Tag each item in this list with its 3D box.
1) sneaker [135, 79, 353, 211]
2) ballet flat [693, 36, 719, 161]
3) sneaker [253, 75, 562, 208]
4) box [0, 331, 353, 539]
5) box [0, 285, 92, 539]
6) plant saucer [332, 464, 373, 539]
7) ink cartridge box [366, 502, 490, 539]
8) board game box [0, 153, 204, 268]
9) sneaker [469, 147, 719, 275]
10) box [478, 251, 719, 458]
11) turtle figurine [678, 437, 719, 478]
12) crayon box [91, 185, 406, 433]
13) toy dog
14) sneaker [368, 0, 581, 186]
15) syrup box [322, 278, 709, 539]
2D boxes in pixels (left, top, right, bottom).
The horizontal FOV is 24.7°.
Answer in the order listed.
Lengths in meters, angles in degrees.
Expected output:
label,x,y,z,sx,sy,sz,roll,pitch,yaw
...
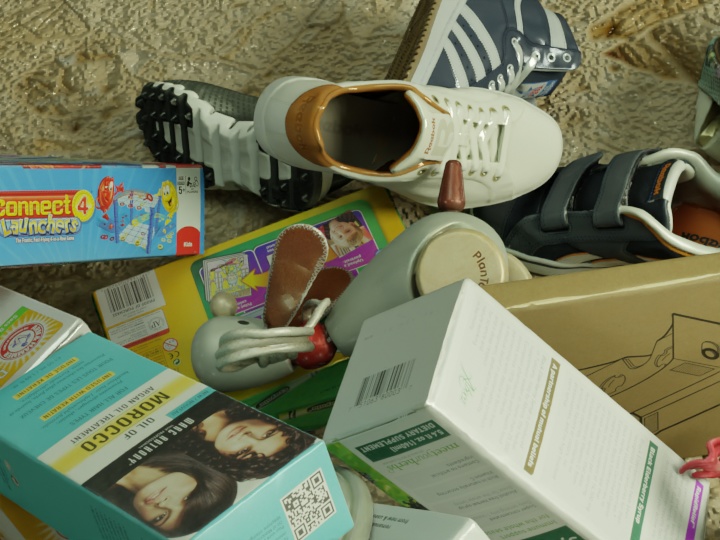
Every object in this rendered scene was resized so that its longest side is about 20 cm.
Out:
label,x,y,z,sx,sy,sz,roll,pitch,yaw
sneaker,-0.067,-0.089,1.098,0.090,0.067,0.199,-20,29,-40
ballet flat,0.245,-0.090,1.024,0.069,0.072,0.200,23,22,-15
sneaker,0.043,-0.070,0.948,0.198,0.074,0.084,2,8,-27
box,-0.099,0.091,0.759,0.082,0.050,0.199,-35,32,-29
box,-0.213,0.078,0.926,0.101,0.113,0.199,-46,36,-23
plant saucer,-0.085,0.153,0.785,0.199,0.050,0.200,-35,17,13
ink cartridge box,-0.005,0.229,0.758,0.200,0.146,0.144,-47,19,-22
board game box,-0.230,-0.039,0.983,0.198,0.195,0.057,5,96,37
sneaker,0.159,-0.039,1.006,0.198,0.080,0.079,11,57,20
box,0.160,0.051,0.882,0.198,0.164,0.021,-8,51,5
turtle figurine,0.243,0.137,0.835,0.149,0.101,0.202,12,49,-39
crayon box,-0.052,0.038,0.999,0.198,0.059,0.119,-21,53,-5
toy dog,0.000,0.000,0.914,0.198,0.132,0.097,-10,77,-9
sneaker,0.074,-0.115,1.056,0.108,0.070,0.201,30,54,-11
syrup box,0.084,0.099,0.835,0.078,0.200,0.082,-23,36,44
